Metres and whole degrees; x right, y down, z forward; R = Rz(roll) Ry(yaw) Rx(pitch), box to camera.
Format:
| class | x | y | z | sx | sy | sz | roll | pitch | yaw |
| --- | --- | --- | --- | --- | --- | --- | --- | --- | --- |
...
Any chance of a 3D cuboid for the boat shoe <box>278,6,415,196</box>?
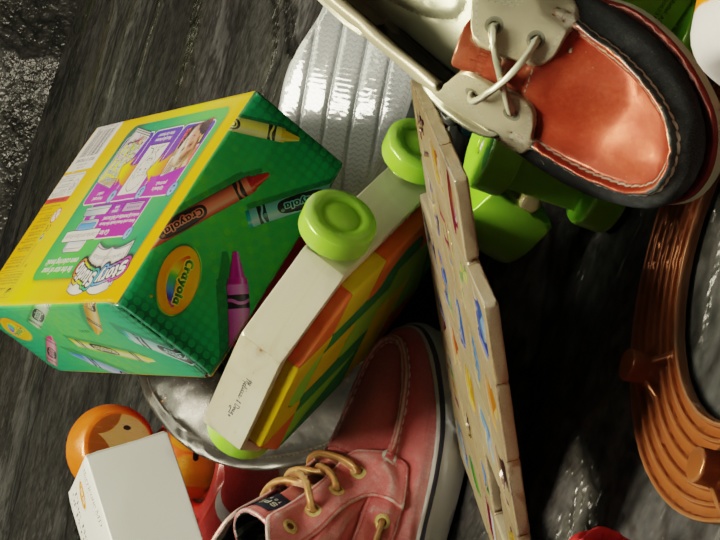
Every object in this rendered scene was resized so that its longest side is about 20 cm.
| class | x | y | z | sx | sy | sz | roll | pitch | yaw |
| --- | --- | --- | --- | --- | --- | --- | --- | --- | --- |
| boat shoe | 0.018 | -0.118 | 1.021 | 0.071 | 0.072 | 0.202 | 12 | -84 | -65 |

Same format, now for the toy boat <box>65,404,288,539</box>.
| class | x | y | z | sx | sy | sz | roll | pitch | yaw |
| --- | --- | --- | --- | --- | --- | --- | --- | --- | --- |
| toy boat | -0.104 | 0.106 | 1.194 | 0.201 | 0.130 | 0.131 | 120 | 148 | -41 |

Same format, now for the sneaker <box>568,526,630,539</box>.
| class | x | y | z | sx | sy | sz | roll | pitch | yaw |
| --- | --- | --- | --- | --- | --- | --- | --- | --- | --- |
| sneaker | 0.072 | 0.133 | 0.737 | 0.200 | 0.077 | 0.085 | -12 | 51 | 64 |

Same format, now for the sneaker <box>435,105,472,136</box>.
| class | x | y | z | sx | sy | sz | roll | pitch | yaw |
| --- | --- | --- | --- | --- | --- | --- | --- | --- | --- |
| sneaker | 0.064 | -0.104 | 0.930 | 0.200 | 0.073 | 0.083 | 18 | -100 | -81 |

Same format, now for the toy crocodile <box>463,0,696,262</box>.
| class | x | y | z | sx | sy | sz | roll | pitch | yaw |
| --- | --- | --- | --- | --- | --- | --- | --- | --- | --- |
| toy crocodile | 0.092 | -0.081 | 0.858 | 0.062 | 0.067 | 0.201 | -95 | 26 | -53 |

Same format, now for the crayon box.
| class | x | y | z | sx | sy | sz | roll | pitch | yaw |
| --- | --- | --- | --- | --- | --- | --- | --- | --- | --- |
| crayon box | -0.102 | -0.014 | 1.003 | 0.119 | 0.058 | 0.200 | -58 | 23 | -17 |

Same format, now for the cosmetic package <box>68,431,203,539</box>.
| class | x | y | z | sx | sy | sz | roll | pitch | yaw |
| --- | --- | --- | --- | --- | --- | --- | --- | --- | --- |
| cosmetic package | -0.097 | 0.192 | 1.075 | 0.083 | 0.050 | 0.201 | 128 | 125 | -65 |

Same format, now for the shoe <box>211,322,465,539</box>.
| class | x | y | z | sx | sy | sz | roll | pitch | yaw |
| --- | --- | --- | --- | --- | --- | --- | --- | --- | --- |
| shoe | -0.012 | 0.107 | 0.949 | 0.071 | 0.091 | 0.202 | -18 | 55 | 51 |

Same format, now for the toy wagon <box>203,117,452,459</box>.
| class | x | y | z | sx | sy | sz | roll | pitch | yaw |
| --- | --- | --- | --- | --- | --- | --- | --- | --- | --- |
| toy wagon | 0.000 | 0.000 | 0.961 | 0.200 | 0.039 | 0.156 | -44 | -14 | -44 |

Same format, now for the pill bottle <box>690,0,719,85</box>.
| class | x | y | z | sx | sy | sz | roll | pitch | yaw |
| --- | --- | --- | --- | --- | --- | --- | --- | --- | --- |
| pill bottle | 0.168 | -0.141 | 0.581 | 0.113 | 0.112 | 0.202 | -179 | 105 | -73 |

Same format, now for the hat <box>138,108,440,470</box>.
| class | x | y | z | sx | sy | sz | roll | pitch | yaw |
| --- | --- | --- | --- | --- | --- | --- | --- | --- | --- |
| hat | -0.021 | 0.017 | 1.091 | 0.081 | 0.199 | 0.202 | 42 | -124 | -59 |

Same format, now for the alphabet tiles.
| class | x | y | z | sx | sy | sz | roll | pitch | yaw |
| --- | --- | --- | --- | --- | --- | --- | --- | --- | --- |
| alphabet tiles | 0.044 | 0.033 | 0.834 | 0.167 | 0.007 | 0.201 | -107 | 7 | -62 |

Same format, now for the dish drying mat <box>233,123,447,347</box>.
| class | x | y | z | sx | sy | sz | roll | pitch | yaw |
| --- | --- | --- | --- | --- | --- | --- | --- | --- | --- |
| dish drying mat | -0.014 | -0.048 | 1.050 | 0.077 | 0.018 | 0.200 | 32 | 79 | 38 |

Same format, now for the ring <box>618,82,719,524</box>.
| class | x | y | z | sx | sy | sz | roll | pitch | yaw |
| --- | --- | --- | --- | --- | --- | --- | --- | --- | --- |
| ring | 0.138 | -0.012 | 0.724 | 0.200 | 0.019 | 0.202 | -163 | 90 | -73 |

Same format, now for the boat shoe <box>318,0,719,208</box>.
| class | x | y | z | sx | sy | sz | roll | pitch | yaw |
| --- | --- | --- | --- | --- | --- | --- | --- | --- | --- |
| boat shoe | 0.050 | -0.086 | 0.786 | 0.200 | 0.062 | 0.072 | 42 | 120 | 31 |
